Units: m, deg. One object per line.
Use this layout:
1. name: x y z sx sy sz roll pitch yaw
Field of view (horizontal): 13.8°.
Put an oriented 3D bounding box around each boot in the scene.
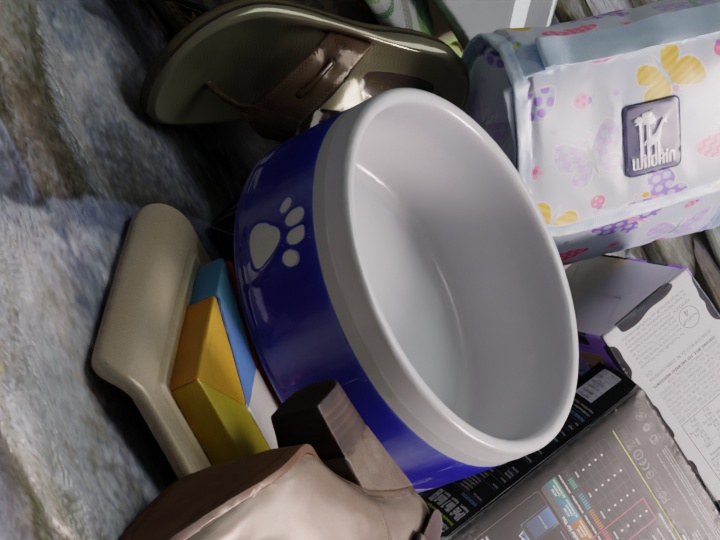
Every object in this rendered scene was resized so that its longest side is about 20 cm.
1. boot: -0.025 0.147 1.373 0.200 0.070 0.147 -37 111 -49

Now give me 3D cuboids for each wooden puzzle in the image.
1. wooden puzzle: -0.057 0.078 1.473 0.200 0.037 0.185 57 17 -21

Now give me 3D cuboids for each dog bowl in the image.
1. dog bowl: 0.026 0.011 1.547 0.200 0.079 0.201 34 45 -41

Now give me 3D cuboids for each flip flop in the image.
1. flip flop: -0.024 -0.097 1.632 0.199 0.081 0.058 6 38 -30

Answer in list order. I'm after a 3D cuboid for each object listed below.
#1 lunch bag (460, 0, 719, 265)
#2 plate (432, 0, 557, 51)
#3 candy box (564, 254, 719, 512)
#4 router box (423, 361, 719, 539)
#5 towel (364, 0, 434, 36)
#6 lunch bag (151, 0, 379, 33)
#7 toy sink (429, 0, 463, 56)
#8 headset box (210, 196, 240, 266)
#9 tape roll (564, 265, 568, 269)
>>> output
1. lunch bag: 0.142 -0.083 1.718 0.200 0.169 0.128 111 -37 -63
2. plate: 0.075 -0.223 1.792 0.200 0.032 0.201 52 47 -51
3. candy box: 0.196 0.091 1.799 0.200 0.071 0.168 54 -11 -13
4. router box: 0.139 0.177 1.718 0.200 0.150 0.062 57 -10 -22
5. towel: -0.004 -0.198 1.696 0.200 0.031 0.150 58 19 -47
6. lunch bag: -0.071 -0.191 1.712 0.164 0.117 0.201 54 14 -37
7. toy sink: 0.049 -0.188 1.938 0.113 0.199 0.130 65 15 8
8. headset box: 0.000 0.000 1.708 0.149 0.077 0.200 62 15 -8
9. tape roll: 0.107 -0.048 2.149 0.201 0.066 0.201 55 18 -27
